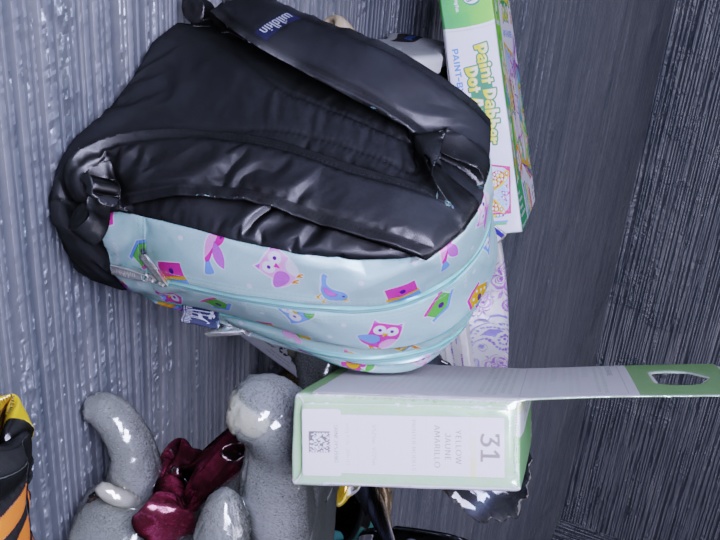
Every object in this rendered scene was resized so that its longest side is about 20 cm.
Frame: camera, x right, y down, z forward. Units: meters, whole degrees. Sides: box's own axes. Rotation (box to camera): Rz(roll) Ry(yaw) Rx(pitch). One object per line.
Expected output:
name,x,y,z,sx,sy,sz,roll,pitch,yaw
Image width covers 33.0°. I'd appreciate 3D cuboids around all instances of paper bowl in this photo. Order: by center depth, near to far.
paper bowl,0.064,0.033,1.063,0.201,0.104,0.202,-2,90,-74

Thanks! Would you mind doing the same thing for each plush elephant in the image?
plush elephant,-0.093,0.126,0.665,0.165,0.154,0.201,-56,149,-71

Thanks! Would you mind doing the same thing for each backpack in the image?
backpack,-0.029,-0.037,0.602,0.127,0.199,0.167,80,30,-55

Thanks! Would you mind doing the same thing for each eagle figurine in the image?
eagle figurine,0.014,0.122,0.929,0.200,0.152,0.151,40,84,-33

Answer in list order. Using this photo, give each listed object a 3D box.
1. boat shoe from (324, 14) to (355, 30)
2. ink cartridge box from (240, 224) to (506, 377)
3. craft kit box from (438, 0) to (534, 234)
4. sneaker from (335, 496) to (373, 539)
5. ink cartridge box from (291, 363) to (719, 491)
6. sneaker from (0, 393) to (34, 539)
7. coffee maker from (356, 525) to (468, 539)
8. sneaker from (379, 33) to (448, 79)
boat shoe,-0.055,-0.072,0.732,0.065,0.072,0.200,50,63,-27
ink cartridge box,0.000,0.000,0.756,0.200,0.095,0.037,-47,-171,43
craft kit box,0.102,-0.137,0.967,0.200,0.048,0.198,-45,125,-75
sneaker,-0.046,0.271,1.073,0.200,0.071,0.080,-56,141,-38
ink cartridge box,0.078,0.072,0.587,0.146,0.199,0.048,-5,96,-81
sneaker,-0.163,0.104,0.531,0.090,0.070,0.200,-62,158,-24
coffee maker,0.054,0.325,0.986,0.135,0.191,0.200,79,31,-57
sneaker,0.023,-0.113,0.903,0.200,0.073,0.112,-33,134,-67
